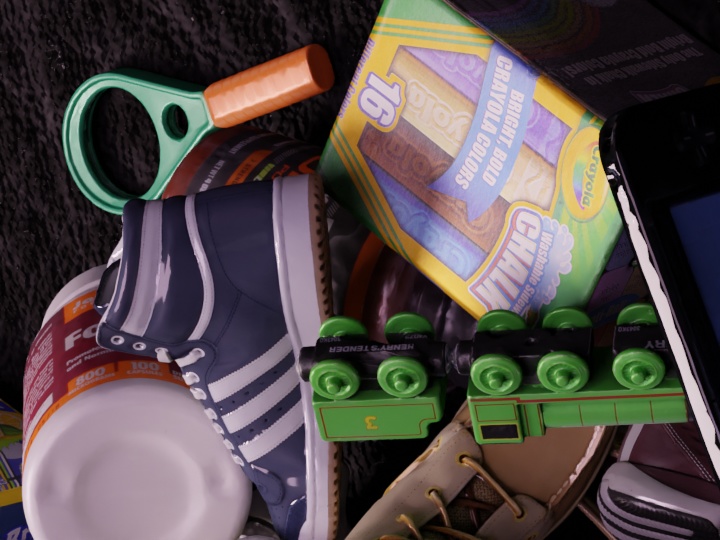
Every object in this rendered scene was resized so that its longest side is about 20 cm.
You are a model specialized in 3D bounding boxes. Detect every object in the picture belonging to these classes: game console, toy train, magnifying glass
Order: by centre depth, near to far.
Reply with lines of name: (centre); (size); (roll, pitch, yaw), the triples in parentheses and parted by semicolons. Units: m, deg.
game console: (0.217, 0.001, 1.016); (0.116, 0.175, 0.201); (-25, 83, 50)
toy train: (0.071, 0.047, 1.075); (0.199, 0.042, 0.057); (-2, 130, 12)
magnifying glass: (-0.090, -0.083, 1.354); (0.199, 0.022, 0.080); (-17, 92, 44)

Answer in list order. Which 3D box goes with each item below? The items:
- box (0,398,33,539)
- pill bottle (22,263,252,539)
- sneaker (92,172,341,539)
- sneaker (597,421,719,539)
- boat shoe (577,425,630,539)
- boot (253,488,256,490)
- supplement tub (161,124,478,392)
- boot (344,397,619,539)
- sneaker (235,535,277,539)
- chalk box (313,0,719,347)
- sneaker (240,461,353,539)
box: (-0.242, 0.109, 1.486); (0.200, 0.070, 0.065); (29, 121, 43)
pill bottle: (-0.118, 0.074, 1.300); (0.200, 0.113, 0.115); (-109, 22, -68)
sneaker: (-0.064, 0.049, 1.166); (0.108, 0.070, 0.201); (-3, 118, 0)
sneaker: (0.212, 0.084, 1.114); (0.199, 0.116, 0.076); (16, 153, 5)
boat shoe: (0.170, 0.140, 1.166); (0.200, 0.066, 0.074); (39, 126, 25)
boot: (-0.101, 0.200, 1.429); (0.130, 0.067, 0.201); (14, 106, 45)
supplement tub: (0.000, 0.000, 1.243); (0.199, 0.107, 0.108); (19, 115, 35)
boot: (0.035, 0.120, 1.111); (0.073, 0.155, 0.200); (45, 107, 4)
sneaker: (-0.065, 0.183, 1.252); (0.075, 0.077, 0.200); (24, 140, 2)
chalk box: (0.101, -0.043, 1.131); (0.200, 0.124, 0.124); (42, 126, 25)
sneaker: (-0.024, 0.182, 1.346); (0.075, 0.081, 0.201); (14, 133, 23)
